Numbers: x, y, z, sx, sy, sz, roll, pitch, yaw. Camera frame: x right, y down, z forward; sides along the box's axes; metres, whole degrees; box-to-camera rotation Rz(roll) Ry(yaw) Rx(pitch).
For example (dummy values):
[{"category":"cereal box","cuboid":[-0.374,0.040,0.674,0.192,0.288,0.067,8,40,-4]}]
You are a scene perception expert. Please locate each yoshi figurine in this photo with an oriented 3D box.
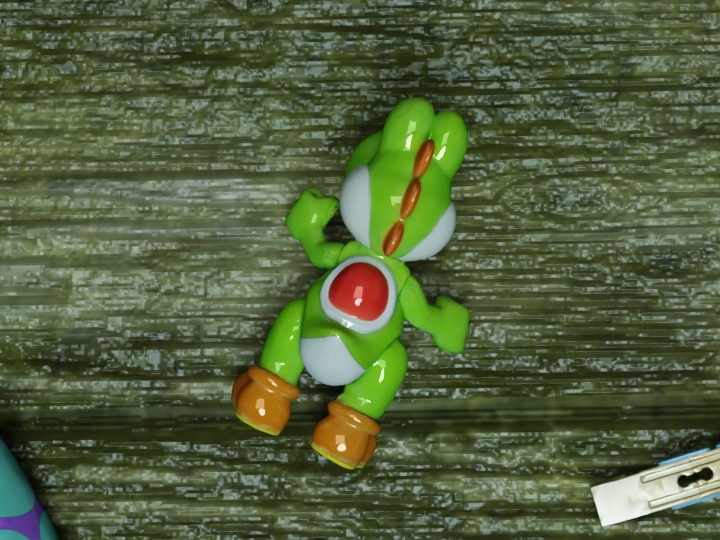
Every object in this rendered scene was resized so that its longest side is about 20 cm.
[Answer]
[{"category":"yoshi figurine","cuboid":[0.005,0.001,0.894,0.112,0.112,0.201,29,97,47]}]

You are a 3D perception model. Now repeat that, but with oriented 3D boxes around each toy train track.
[{"category":"toy train track","cuboid":[0.225,0.101,0.888,0.198,0.033,0.116,-18,87,4]}]

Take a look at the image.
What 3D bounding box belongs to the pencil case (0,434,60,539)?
[{"category":"pencil case","cuboid":[-0.218,0.145,0.864,0.092,0.085,0.201,-24,76,-37]}]
